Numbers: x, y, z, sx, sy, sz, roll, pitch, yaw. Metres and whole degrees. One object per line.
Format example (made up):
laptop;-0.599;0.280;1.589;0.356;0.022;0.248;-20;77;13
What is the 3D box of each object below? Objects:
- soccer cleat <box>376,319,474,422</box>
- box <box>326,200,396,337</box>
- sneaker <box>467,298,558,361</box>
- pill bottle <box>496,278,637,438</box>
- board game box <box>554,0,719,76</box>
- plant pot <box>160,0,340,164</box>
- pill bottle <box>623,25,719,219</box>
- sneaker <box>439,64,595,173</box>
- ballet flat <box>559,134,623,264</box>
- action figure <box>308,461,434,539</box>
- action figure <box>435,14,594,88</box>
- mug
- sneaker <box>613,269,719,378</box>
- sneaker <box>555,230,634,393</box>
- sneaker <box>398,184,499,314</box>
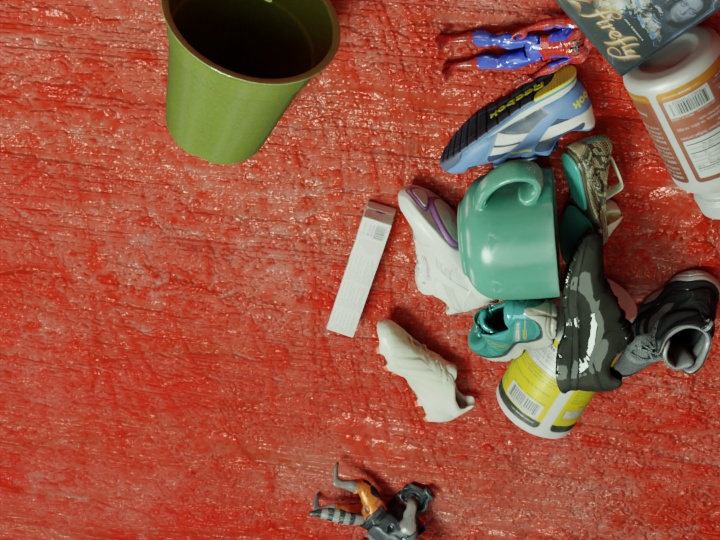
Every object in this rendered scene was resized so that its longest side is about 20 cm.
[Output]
soccer cleat;0.086;0.130;1.716;0.077;0.070;0.200;-21;128;20
box;0.000;0.000;1.646;0.041;0.039;0.201;18;129;0
sneaker;0.178;0.065;1.595;0.079;0.078;0.200;11;164;-15
pill bottle;0.265;0.107;1.618;0.114;0.115;0.201;23;121;-6
board game box;0.263;-0.313;1.305;0.135;0.035;0.200;-34;114;31
plant pot;-0.144;-0.225;1.429;0.199;0.201;0.190;23;142;-6
pill bottle;0.378;-0.159;1.395;0.112;0.113;0.200;-20;121;25
sneaker;0.181;-0.156;1.466;0.199;0.074;0.082;-27;120;30
ballet flat;0.279;-0.082;1.503;0.075;0.068;0.201;-24;140;-13
action figure;0.015;0.392;1.910;0.193;0.105;0.201;30;126;1
action figure;0.186;-0.246;1.412;0.199;0.052;0.066;-6;122;14
mug;0.174;-0.056;1.494;0.114;0.152;0.186;-4;112;11
sneaker;0.373;0.093;1.589;0.075;0.114;0.200;32;127;-12
sneaker;0.281;0.051;1.499;0.090;0.076;0.201;5;109;12
sneaker;0.094;-0.017;1.589;0.099;0.075;0.200;-24;119;26
